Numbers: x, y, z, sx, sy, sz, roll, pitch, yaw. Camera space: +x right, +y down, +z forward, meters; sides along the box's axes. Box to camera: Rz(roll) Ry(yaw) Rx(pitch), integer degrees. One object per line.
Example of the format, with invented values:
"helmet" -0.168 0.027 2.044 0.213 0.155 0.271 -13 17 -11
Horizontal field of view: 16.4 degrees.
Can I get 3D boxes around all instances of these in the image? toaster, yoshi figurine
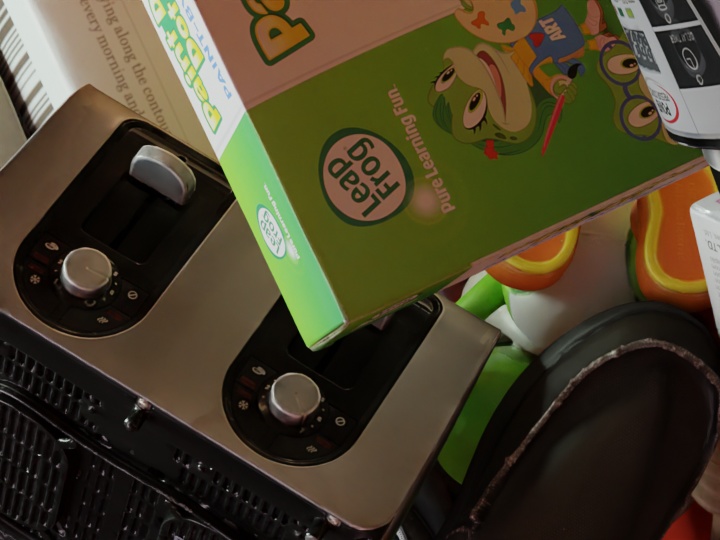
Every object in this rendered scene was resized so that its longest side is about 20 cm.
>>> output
"toaster" -0.061 0.054 0.902 0.181 0.119 0.200 31 147 7
"yoshi figurine" 0.072 0.029 0.937 0.113 0.112 0.200 55 163 12

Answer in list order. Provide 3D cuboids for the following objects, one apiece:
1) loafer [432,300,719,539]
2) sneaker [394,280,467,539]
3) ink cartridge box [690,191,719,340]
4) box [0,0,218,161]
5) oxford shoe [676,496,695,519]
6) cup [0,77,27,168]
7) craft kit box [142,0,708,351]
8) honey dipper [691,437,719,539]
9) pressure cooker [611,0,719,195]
"loafer" 0.062 0.103 0.841 0.073 0.200 0.071 33 -176 -18
"sneaker" 0.010 0.064 1.117 0.200 0.114 0.076 55 149 26
"ink cartridge box" 0.172 0.074 0.816 0.119 0.042 0.201 32 140 62
"box" -0.080 -0.112 1.070 0.199 0.171 0.200 64 162 2
"oxford shoe" 0.069 0.137 0.999 0.058 0.200 0.075 39 -165 -21
"cup" -0.232 -0.043 1.076 0.200 0.143 0.201 55 162 29
"craft kit box" 0.030 -0.107 0.731 0.200 0.197 0.049 64 161 4
"honey dipper" 0.141 0.111 0.958 0.038 0.038 0.200 52 160 34
"pressure cooker" 0.140 -0.080 0.502 0.178 0.176 0.201 -10 106 46
